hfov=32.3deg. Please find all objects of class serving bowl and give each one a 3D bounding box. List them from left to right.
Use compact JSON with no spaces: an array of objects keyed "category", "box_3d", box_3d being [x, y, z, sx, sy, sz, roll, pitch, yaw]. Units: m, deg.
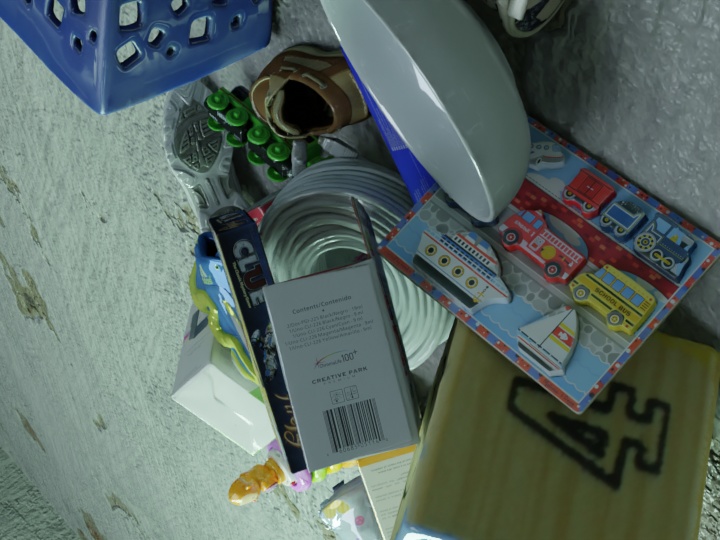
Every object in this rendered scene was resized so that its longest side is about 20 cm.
[{"category":"serving bowl","box_3d":[0.053,-0.132,0.823,0.201,0.065,0.200,55,175,6]}]

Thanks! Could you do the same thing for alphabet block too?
[{"category":"alphabet block","box_3d":[0.133,0.158,0.905,0.194,0.202,0.196,17,147,2]}]

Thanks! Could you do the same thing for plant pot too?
[{"category":"plant pot","box_3d":[-0.198,-0.285,1.070,0.200,0.199,0.181,42,144,25]}]

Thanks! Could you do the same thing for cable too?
[{"category":"cable","box_3d":[0.000,0.000,1.105,0.198,0.069,0.202,24,126,12]}]

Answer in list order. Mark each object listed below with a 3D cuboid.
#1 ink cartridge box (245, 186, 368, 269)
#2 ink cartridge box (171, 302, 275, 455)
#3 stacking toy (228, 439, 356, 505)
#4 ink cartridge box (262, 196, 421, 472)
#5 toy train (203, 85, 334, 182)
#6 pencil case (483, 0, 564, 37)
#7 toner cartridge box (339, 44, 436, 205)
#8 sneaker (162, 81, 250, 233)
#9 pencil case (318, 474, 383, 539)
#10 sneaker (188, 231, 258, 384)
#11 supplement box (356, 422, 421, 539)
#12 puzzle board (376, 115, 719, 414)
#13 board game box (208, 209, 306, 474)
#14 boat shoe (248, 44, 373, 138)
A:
[{"category":"ink cartridge box","box_3d":[-0.048,0.015,1.262,0.202,0.082,0.145,60,153,-6]},{"category":"ink cartridge box","box_3d":[-0.127,0.085,1.333,0.117,0.201,0.067,39,117,-22]},{"category":"stacking toy","box_3d":[-0.063,0.195,1.356,0.110,0.199,0.116,52,152,8]},{"category":"ink cartridge box","box_3d":[-0.013,0.045,0.939,0.200,0.083,0.178,35,-139,-86]},{"category":"toy train","box_3d":[-0.073,-0.117,1.188,0.200,0.056,0.042,41,149,25]},{"category":"pencil case","box_3d":[0.057,-0.235,0.799,0.200,0.089,0.078,45,144,21]},{"category":"toner cartridge box","box_3d":[0.063,-0.104,0.987,0.095,0.043,0.202,-1,118,61]},{"category":"sneaker","box_3d":[-0.171,-0.110,1.346,0.099,0.077,0.203,-139,33,-68]},{"category":"pencil case","box_3d":[0.036,0.334,1.468,0.201,0.090,0.083,55,153,2]},{"category":"sneaker","box_3d":[-0.111,0.034,1.212,0.199,0.075,0.106,38,148,35]},{"category":"supplement box","box_3d":[0.046,0.225,1.289,0.126,0.073,0.202,-103,-5,-62]},{"category":"puzzle board","box_3d":[0.126,-0.016,0.863,0.200,0.151,0.017,39,170,31]},{"category":"board game box","box_3d":[-0.079,0.054,1.040,0.135,0.034,0.203,-143,36,-77]},{"category":"boat shoe","box_3d":[-0.051,-0.154,1.091,0.199,0.074,0.076,2,122,59]}]
